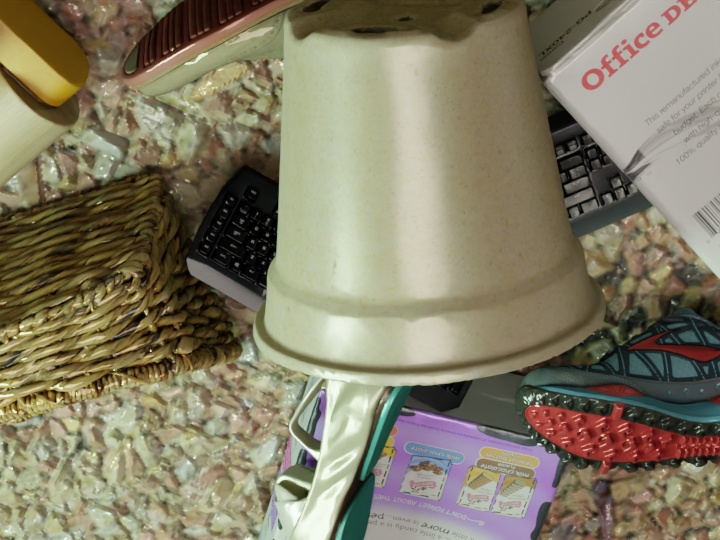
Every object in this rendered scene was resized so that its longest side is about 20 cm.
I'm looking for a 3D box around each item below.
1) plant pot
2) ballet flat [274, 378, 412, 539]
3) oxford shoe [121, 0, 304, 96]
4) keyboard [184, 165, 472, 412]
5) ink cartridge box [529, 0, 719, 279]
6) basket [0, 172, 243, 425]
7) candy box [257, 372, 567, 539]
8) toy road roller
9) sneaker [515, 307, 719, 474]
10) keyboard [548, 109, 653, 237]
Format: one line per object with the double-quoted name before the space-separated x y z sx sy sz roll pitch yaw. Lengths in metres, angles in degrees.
"plant pot" 0.032 -0.059 1.497 0.199 0.201 0.185 -3 110 3
"ballet flat" -0.018 0.121 1.666 0.069 0.070 0.201 13 120 -8
"oxford shoe" -0.043 -0.140 1.568 0.199 0.071 0.075 -24 122 16
"keyboard" 0.000 0.000 1.647 0.199 0.040 0.105 28 81 -18
"ink cartridge box" 0.208 -0.104 1.563 0.145 0.083 0.200 -40 114 9
"basket" -0.186 0.056 1.655 0.199 0.143 0.150 -16 121 11
"candy box" 0.029 0.153 1.758 0.167 0.072 0.201 14 122 -8
"toy road roller" -0.262 -0.110 1.545 0.123 0.146 0.200 -38 115 23
"sneaker" 0.189 0.071 1.690 0.199 0.096 0.079 3 144 -13
"keyboard" 0.095 -0.067 1.616 0.199 0.021 0.128 -23 111 0
